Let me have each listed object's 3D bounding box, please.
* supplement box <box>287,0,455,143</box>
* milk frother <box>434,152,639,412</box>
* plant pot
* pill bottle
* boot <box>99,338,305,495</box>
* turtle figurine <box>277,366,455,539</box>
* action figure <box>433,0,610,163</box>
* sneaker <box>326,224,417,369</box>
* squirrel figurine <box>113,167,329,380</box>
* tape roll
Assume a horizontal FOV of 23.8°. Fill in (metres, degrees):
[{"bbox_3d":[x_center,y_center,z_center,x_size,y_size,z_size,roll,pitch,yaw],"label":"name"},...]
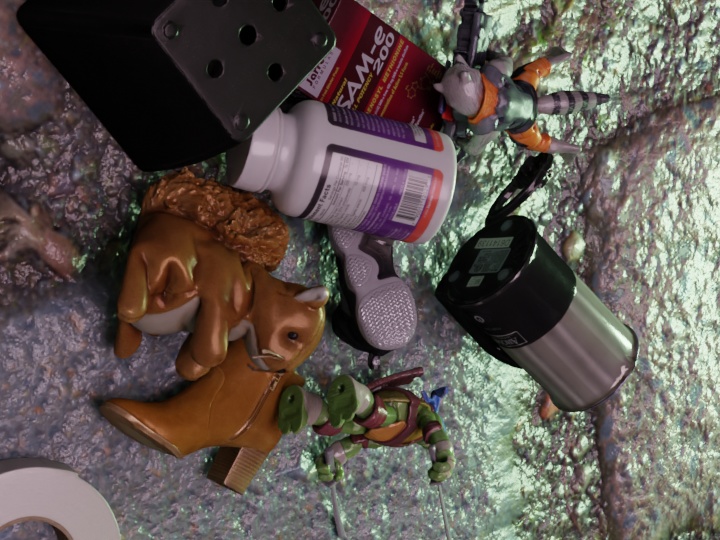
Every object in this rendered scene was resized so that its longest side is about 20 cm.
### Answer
[{"bbox_3d":[0.015,-0.180,1.688,0.200,0.061,0.109,31,81,-34],"label":"supplement box"},{"bbox_3d":[0.199,0.007,1.779,0.200,0.180,0.188,-50,119,-8],"label":"milk frother"},{"bbox_3d":[-0.144,-0.212,1.503,0.200,0.177,0.200,-47,121,-16],"label":"plant pot"},{"bbox_3d":[-0.020,-0.097,1.606,0.199,0.111,0.112,13,92,-19],"label":"pill bottle"},{"bbox_3d":[-0.148,0.116,1.639,0.201,0.071,0.144,35,74,-39],"label":"boot"},{"bbox_3d":[0.014,0.186,1.683,0.194,0.144,0.200,28,90,-44],"label":"turtle figurine"},{"bbox_3d":[0.150,-0.193,1.685,0.193,0.104,0.201,-5,102,-45],"label":"action figure"},{"bbox_3d":[0.000,0.000,1.708,0.075,0.114,0.201,-6,68,-16],"label":"sneaker"},{"bbox_3d":[-0.119,0.004,1.566,0.186,0.142,0.201,12,63,-5],"label":"squirrel figurine"},{"bbox_3d":[-0.315,0.273,1.569,0.202,0.037,0.204,-8,104,-32],"label":"tape roll"}]
